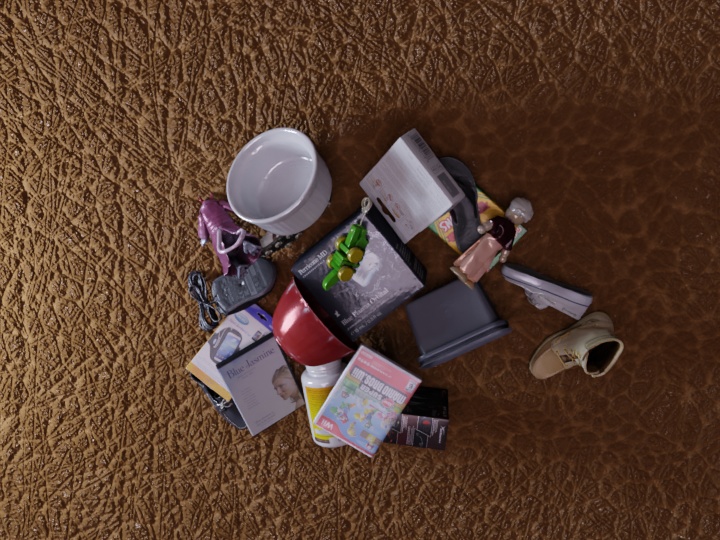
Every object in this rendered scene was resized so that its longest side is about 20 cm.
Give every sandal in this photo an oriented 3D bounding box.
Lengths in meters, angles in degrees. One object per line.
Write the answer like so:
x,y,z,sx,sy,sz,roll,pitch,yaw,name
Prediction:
0.197,-0.126,1.467,0.075,0.048,0.202,-18,105,11,sandal

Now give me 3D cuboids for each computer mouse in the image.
-0.262,0.036,1.612,0.199,0.053,0.139,-24,74,10,computer mouse

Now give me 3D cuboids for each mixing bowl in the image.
-0.107,0.121,1.543,0.108,0.200,0.200,-42,99,7,mixing bowl

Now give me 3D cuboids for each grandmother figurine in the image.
0.258,-0.061,1.463,0.200,0.121,0.061,-48,57,0,grandmother figurine

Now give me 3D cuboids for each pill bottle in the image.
-0.067,0.272,1.640,0.108,0.109,0.202,-7,107,8,pill bottle

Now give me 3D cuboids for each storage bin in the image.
0.194,0.102,1.557,0.199,0.145,0.135,-25,76,13,storage bin

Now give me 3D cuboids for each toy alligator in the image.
-0.010,-0.045,1.447,0.054,0.059,0.201,13,111,-41,toy alligator

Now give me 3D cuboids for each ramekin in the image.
-0.152,-0.167,1.474,0.199,0.098,0.202,-10,66,22,ramekin

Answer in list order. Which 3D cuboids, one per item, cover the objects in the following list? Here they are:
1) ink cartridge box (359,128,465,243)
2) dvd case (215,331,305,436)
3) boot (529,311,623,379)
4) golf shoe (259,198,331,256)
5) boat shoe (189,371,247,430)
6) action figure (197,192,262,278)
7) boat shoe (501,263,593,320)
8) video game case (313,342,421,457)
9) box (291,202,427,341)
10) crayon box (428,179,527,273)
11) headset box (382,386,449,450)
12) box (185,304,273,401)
0.097,-0.158,1.472,0.050,0.200,0.163,-36,88,-29,ink cartridge box
-0.211,0.248,1.641,0.142,0.018,0.201,-30,118,-16,dvd case
0.434,0.176,1.532,0.200,0.156,0.073,-36,101,15,boot
-0.150,-0.111,1.559,0.200,0.077,0.088,-43,79,12,golf shoe
-0.316,0.286,1.695,0.072,0.063,0.201,-31,101,15,boat shoe
-0.288,-0.082,1.534,0.134,0.149,0.200,-39,68,7,action figure
0.373,0.048,1.541,0.199,0.074,0.067,21,106,-1,boat shoe
0.013,0.263,1.524,0.142,0.017,0.201,30,105,-3,video game case
0.000,0.000,1.546,0.196,0.118,0.200,-38,99,16,box
0.226,-0.096,1.525,0.200,0.051,0.127,39,107,-7,crayon box
0.086,0.304,1.614,0.198,0.149,0.076,7,106,4,headset box
-0.269,0.168,1.642,0.119,0.041,0.200,40,84,-7,box
